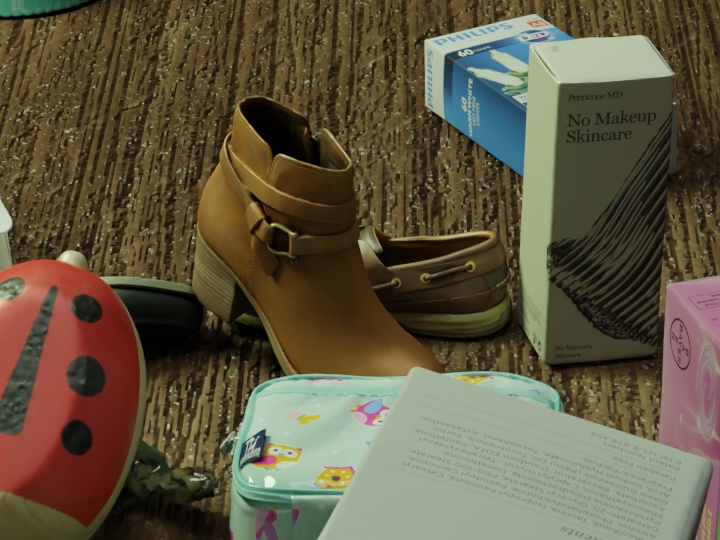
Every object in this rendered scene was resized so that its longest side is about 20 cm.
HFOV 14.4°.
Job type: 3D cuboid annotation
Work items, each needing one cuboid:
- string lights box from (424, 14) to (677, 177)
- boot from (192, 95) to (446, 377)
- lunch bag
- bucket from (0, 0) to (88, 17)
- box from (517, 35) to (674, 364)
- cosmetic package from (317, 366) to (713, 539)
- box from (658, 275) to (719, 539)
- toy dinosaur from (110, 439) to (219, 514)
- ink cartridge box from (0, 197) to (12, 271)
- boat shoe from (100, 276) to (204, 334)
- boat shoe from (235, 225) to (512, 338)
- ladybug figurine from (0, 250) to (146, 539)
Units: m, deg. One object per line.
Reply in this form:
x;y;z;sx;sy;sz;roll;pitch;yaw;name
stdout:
0.138;-0.122;2.115;0.103;0.059;0.200;-15;31;-24;string lights box
-0.015;-0.009;1.769;0.200;0.155;0.077;37;44;23;boot
0.020;0.116;1.641;0.199;0.077;0.160;2;28;5;lunch bag
-0.295;-0.308;2.397;0.207;0.135;0.207;0;27;0;bucket
0.149;-0.044;1.812;0.082;0.200;0.068;-6;28;-10;box
0.060;0.181;1.391;0.166;0.168;0.200;18;30;8;cosmetic package
0.239;0.121;1.521;0.096;0.176;0.200;-9;29;-16;box
-0.169;0.107;1.695;0.088;0.048;0.200;-19;36;-37;toy dinosaur
-0.324;-0.053;1.877;0.128;0.126;0.200;-17;18;-31;ink cartridge box
-0.194;0.035;1.825;0.201;0.063;0.074;0;-14;-25;boat shoe
0.000;0.000;1.874;0.200;0.068;0.072;1;28;3;boat shoe
-0.192;0.078;1.619;0.135;0.072;0.200;12;71;2;ladybug figurine
